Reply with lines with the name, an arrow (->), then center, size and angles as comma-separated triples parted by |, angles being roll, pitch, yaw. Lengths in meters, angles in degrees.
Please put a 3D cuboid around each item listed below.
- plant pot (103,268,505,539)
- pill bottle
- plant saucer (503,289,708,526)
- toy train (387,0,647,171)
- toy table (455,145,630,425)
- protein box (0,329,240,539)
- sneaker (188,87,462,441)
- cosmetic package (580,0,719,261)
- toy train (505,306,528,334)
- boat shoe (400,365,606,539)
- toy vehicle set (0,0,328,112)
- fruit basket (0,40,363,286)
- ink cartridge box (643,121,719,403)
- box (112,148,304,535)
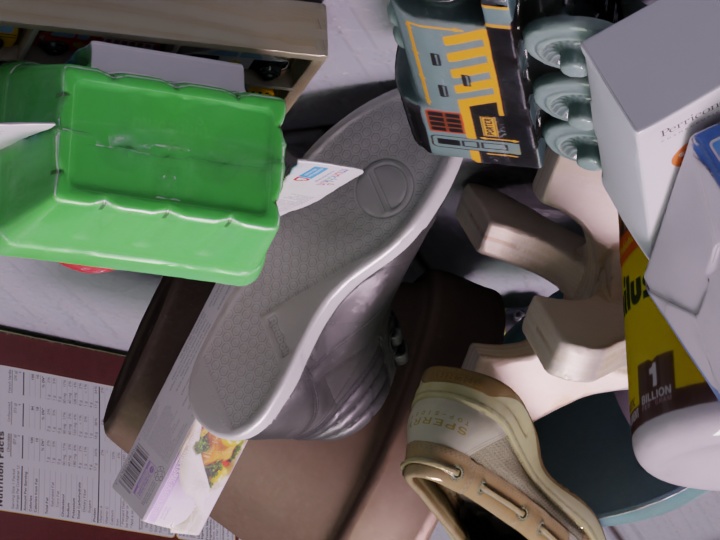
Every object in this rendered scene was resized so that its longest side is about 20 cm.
plant pot -> -0.038, 0.068, 1.619 | 0.174, 0.201, 0.200 | 25, 155, -8
pill bottle -> 0.172, -0.008, 1.360 | 0.109, 0.201, 0.109 | -1, 160, 0
plant saucer -> 0.148, 0.068, 1.583 | 0.199, 0.201, 0.036 | -12, 129, 27
toy train -> 0.067, -0.103, 1.280 | 0.113, 0.086, 0.200 | 5, 161, 10
toy table -> 0.124, 0.014, 1.483 | 0.117, 0.185, 0.200 | 13, -170, -20
protein box -> -0.198, 0.140, 1.843 | 0.199, 0.136, 0.198 | 14, 156, -35
sneaker -> 0.000, 0.000, 1.459 | 0.071, 0.201, 0.099 | 37, -173, 27
cosmetic package -> 0.191, -0.093, 1.233 | 0.199, 0.052, 0.151 | -29, 157, -2
toy train -> 0.026, 0.047, 1.745 | 0.199, 0.042, 0.056 | -8, 148, 17
boat shoe -> 0.068, 0.125, 1.471 | 0.073, 0.063, 0.201 | 9, 148, 26
toy vehicle set -> -0.127, -0.095, 1.362 | 0.199, 0.027, 0.124 | 5, 159, -16
fruit basket -> -0.118, -0.044, 1.371 | 0.184, 0.094, 0.200 | 7, 174, -21
ink cartridge box -> 0.226, -0.036, 1.234 | 0.199, 0.077, 0.137 | -26, 159, -15
box -> -0.060, 0.038, 1.513 | 0.039, 0.201, 0.041 | 19, -167, -40
